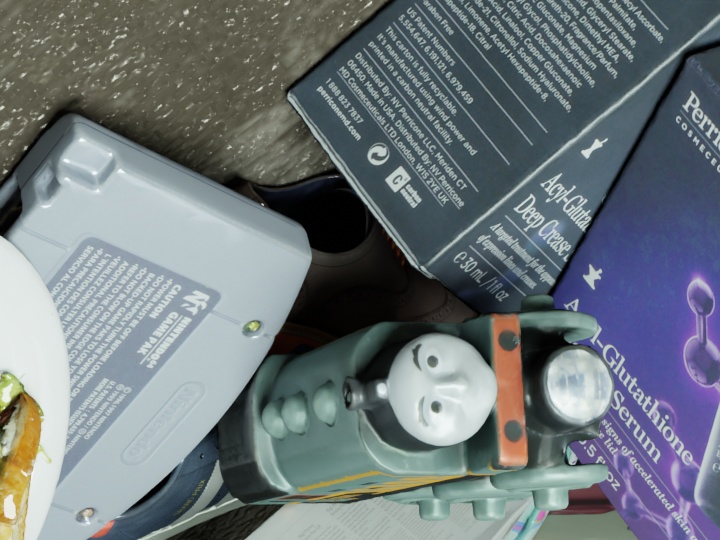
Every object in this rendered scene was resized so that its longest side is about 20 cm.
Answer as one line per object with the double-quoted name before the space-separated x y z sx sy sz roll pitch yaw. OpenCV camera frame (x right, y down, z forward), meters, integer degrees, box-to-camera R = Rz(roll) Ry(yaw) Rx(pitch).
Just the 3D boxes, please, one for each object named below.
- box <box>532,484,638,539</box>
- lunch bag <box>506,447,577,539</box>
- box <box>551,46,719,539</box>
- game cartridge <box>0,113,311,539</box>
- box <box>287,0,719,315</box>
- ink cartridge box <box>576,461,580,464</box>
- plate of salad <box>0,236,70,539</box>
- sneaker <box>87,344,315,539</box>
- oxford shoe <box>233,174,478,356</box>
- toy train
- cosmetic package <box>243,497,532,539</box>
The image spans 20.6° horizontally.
"box" 0.198 0.150 1.133 0.128 0.109 0.200 -4 -157 31
"lunch bag" 0.091 0.062 1.051 0.161 0.077 0.200 -57 172 -38
"box" 0.171 0.020 0.808 0.104 0.148 0.200 -17 146 -34
"game cartridge" -0.117 0.037 0.796 0.133 0.041 0.200 28 116 -32
"box" 0.096 -0.079 0.842 0.200 0.107 0.148 -41 153 7
"ink cartridge box" 0.073 0.163 1.230 0.200 0.084 0.146 -6 141 -47
"plate of salad" -0.164 0.080 0.694 0.200 0.048 0.201 -34 134 -44
"sneaker" -0.068 0.069 0.917 0.200 0.075 0.085 -31 154 -14
"oxford shoe" 0.000 0.000 0.896 0.200 0.071 0.073 4 129 -52
"toy train" 0.019 0.059 0.797 0.114 0.086 0.200 1 171 -23
"cosmetic package" 0.000 0.134 0.887 0.200 0.082 0.051 -35 158 -58
